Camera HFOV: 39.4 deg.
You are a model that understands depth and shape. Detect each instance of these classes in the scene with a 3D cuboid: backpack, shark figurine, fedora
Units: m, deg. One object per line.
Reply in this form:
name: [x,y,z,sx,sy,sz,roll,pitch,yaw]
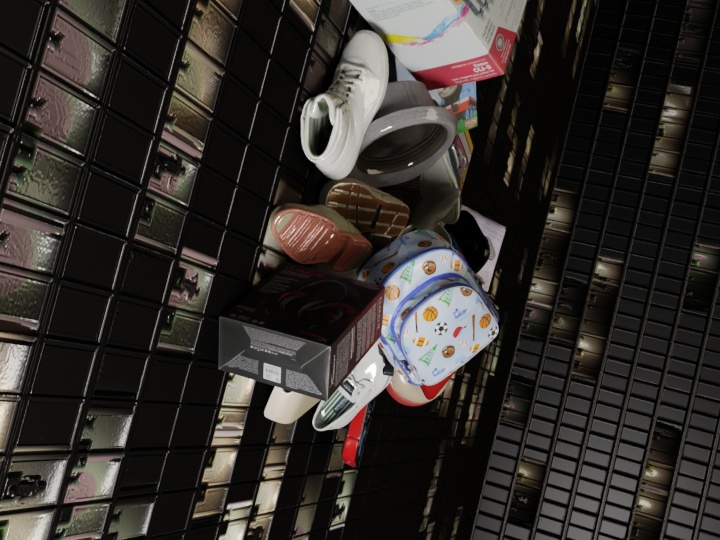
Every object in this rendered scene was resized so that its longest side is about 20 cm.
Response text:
backpack: [0.088,0.049,1.404,0.199,0.154,0.192,-39,117,-6]
shark figurine: [0.087,-0.028,1.568,0.089,0.127,0.219,-18,117,-47]
fedora: [0.047,-0.206,1.441,0.200,0.174,0.092,117,-41,-66]

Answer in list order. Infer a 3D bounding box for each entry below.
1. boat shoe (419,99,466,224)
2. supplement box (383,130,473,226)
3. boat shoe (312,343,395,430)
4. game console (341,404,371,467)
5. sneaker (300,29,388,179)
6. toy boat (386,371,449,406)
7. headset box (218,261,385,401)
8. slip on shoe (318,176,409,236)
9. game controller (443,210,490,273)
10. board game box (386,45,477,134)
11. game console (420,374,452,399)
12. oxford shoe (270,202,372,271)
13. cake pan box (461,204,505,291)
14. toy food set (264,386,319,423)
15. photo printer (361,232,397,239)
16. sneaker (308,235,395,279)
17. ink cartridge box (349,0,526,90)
boat shoe: [0.122,-0.168,1.565,0.062,0.074,0.202,-49,127,-41]
supplement box: [0.113,-0.155,1.702,0.131,0.101,0.203,54,50,-67]
boat shoe: [-0.007,0.176,1.532,0.066,0.073,0.202,-23,147,-56]
game console: [0.006,0.236,1.688,0.200,0.030,0.180,92,16,-76]
sneaker: [-0.019,-0.226,1.299,0.115,0.072,0.204,24,81,-75]
toy boat: [0.091,0.155,1.850,0.131,0.129,0.203,-41,-148,50]
headset box: [-0.065,0.065,1.238,0.200,0.146,0.076,-43,143,-58]
slip on shoe: [-0.004,-0.097,1.461,0.198,0.060,0.077,6,110,-53]
game controller: [0.133,-0.002,1.631,0.042,0.105,0.201,2,137,-45]
board game box: [0.110,-0.295,1.556,0.149,0.037,0.203,-25,128,-22]
game console: [0.123,0.089,1.764,0.200,0.172,0.119,-48,168,-20]
oxford shoe: [-0.063,-0.053,1.316,0.071,0.074,0.199,-44,149,12]
cake pan box: [0.158,-0.026,1.825,0.198,0.052,0.188,22,77,-29]
toy food set: [-0.064,0.119,1.424,0.145,0.060,0.200,-65,166,21]
photo printer: [0.020,0.019,1.591,0.200,0.068,0.170,5,96,-72]
sneaker: [0.000,0.000,1.459,0.197,0.070,0.077,-5,126,-40]
ink cartridge box: [0.107,-0.373,1.363,0.200,0.143,0.147,41,60,-39]
